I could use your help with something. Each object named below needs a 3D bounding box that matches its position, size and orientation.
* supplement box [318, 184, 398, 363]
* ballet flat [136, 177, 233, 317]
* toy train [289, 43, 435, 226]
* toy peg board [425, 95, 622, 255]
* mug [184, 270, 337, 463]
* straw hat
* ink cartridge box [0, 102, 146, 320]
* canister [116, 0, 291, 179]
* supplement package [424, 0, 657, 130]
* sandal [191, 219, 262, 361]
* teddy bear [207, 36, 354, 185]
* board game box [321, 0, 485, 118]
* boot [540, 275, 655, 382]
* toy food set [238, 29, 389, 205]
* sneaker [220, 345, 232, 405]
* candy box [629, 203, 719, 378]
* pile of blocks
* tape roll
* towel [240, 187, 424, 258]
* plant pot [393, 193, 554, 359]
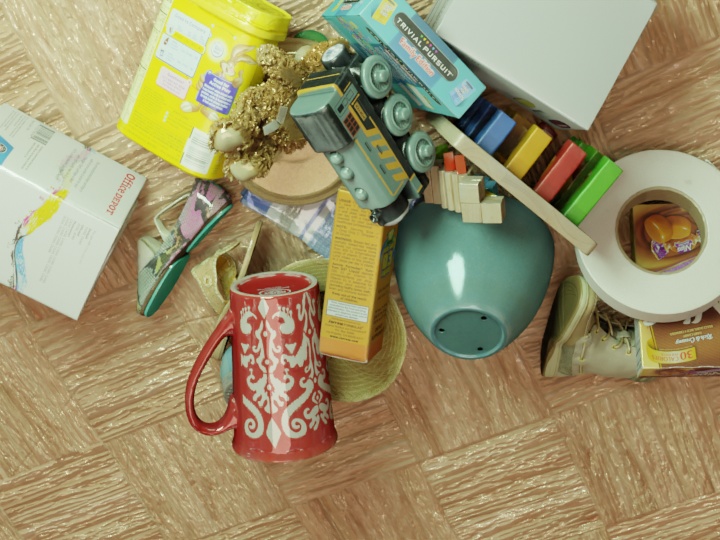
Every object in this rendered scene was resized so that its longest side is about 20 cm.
[{"bbox_3d":[0.000,0.000,1.558,0.068,0.066,0.203,9,105,16],"label":"supplement box"},{"bbox_3d":[-0.235,-0.035,1.660,0.071,0.069,0.201,40,111,4],"label":"ballet flat"},{"bbox_3d":[0.005,-0.143,1.435,0.084,0.115,0.201,0,135,43],"label":"toy train"},{"bbox_3d":[0.190,-0.135,1.502,0.198,0.200,0.098,38,98,-14],"label":"toy peg board"},{"bbox_3d":[-0.112,0.117,1.591,0.132,0.176,0.204,14,113,45],"label":"mug"},{"bbox_3d":[-0.022,0.058,1.674,0.198,0.085,0.204,7,112,19],"label":"straw hat"},{"bbox_3d":[-0.385,-0.071,1.601,0.198,0.147,0.147,27,117,-9],"label":"ink cartridge box"},{"bbox_3d":[-0.180,-0.223,1.499,0.147,0.086,0.202,30,108,17],"label":"canister"},{"bbox_3d":[0.187,-0.268,1.437,0.198,0.111,0.157,30,91,-10],"label":"supplement package"},{"bbox_3d":[-0.183,0.021,1.674,0.069,0.078,0.214,18,124,-2],"label":"sandal"},{"bbox_3d":[-0.090,-0.184,1.469,0.201,0.067,0.145,-55,137,1],"label":"teddy bear"},{"bbox_3d":[0.043,-0.240,1.444,0.151,0.200,0.047,44,88,-17],"label":"board game box"},{"bbox_3d":[0.310,0.076,1.634,0.152,0.073,0.201,6,148,0],"label":"boot"},{"bbox_3d":[-0.078,-0.178,1.560,0.196,0.049,0.202,31,103,-4],"label":"toy food set"},{"bbox_3d":[-0.136,0.171,1.759,0.073,0.083,0.201,-12,139,0],"label":"sneaker"},{"bbox_3d":[0.381,0.023,1.567,0.115,0.057,0.204,-2,74,5],"label":"candy box"},{"bbox_3d":[0.108,-0.113,1.522,0.081,0.199,0.063,-21,118,-26],"label":"pile of blocks"},{"bbox_3d":[0.348,-0.042,1.542,0.199,0.206,0.037,-2,161,6],"label":"tape roll"},{"bbox_3d":[-0.034,-0.086,1.633,0.199,0.024,0.147,33,115,-12],"label":"towel"},{"bbox_3d":[0.131,0.024,1.581,0.196,0.136,0.202,4,137,4],"label":"plant pot"}]
